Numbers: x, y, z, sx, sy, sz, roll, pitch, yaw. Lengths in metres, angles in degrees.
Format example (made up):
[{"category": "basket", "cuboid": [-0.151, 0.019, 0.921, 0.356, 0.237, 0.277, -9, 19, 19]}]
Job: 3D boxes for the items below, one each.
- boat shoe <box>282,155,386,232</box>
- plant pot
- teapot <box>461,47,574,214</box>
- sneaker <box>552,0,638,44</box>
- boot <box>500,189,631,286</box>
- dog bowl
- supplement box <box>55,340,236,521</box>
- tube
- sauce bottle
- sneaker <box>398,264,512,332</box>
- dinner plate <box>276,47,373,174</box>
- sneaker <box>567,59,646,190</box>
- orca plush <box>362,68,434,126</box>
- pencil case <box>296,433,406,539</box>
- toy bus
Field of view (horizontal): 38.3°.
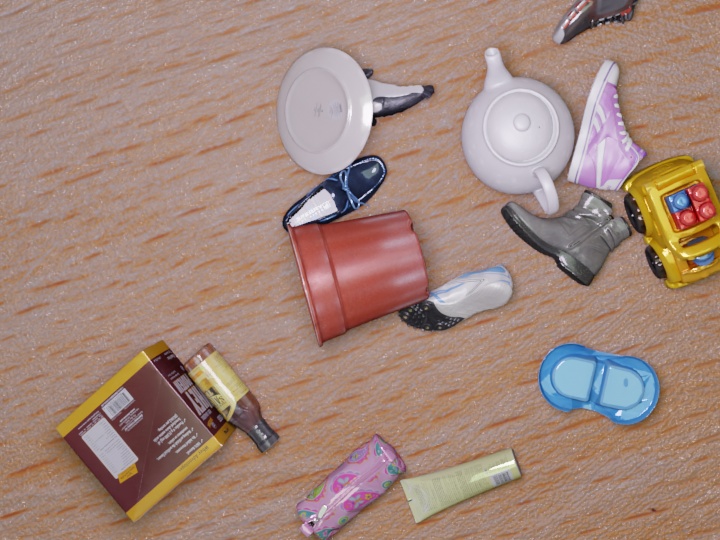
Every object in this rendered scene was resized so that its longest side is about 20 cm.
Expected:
[{"category": "boat shoe", "cuboid": [-0.039, -0.115, 1.705, 0.199, 0.069, 0.084, -40, 91, 5]}, {"category": "plant pot", "cuboid": [0.000, 0.000, 1.660, 0.192, 0.201, 0.204, -15, 93, -4]}, {"category": "teapot", "cuboid": [0.252, -0.214, 1.636, 0.198, 0.146, 0.200, 23, 89, 4]}, {"category": "sneaker", "cuboid": [0.398, -0.422, 1.661, 0.200, 0.077, 0.082, -42, 97, 5]}, {"category": "boot", "cuboid": [0.336, -0.081, 1.697, 0.199, 0.068, 0.131, 38, 87, -5]}, {"category": "dog bowl", "cuboid": [0.389, 0.183, 1.710, 0.197, 0.050, 0.113, 12, 94, 3]}, {"category": "supplement box", "cuboid": [-0.349, 0.261, 1.715, 0.197, 0.133, 0.201, -40, 91, 4]}, {"category": "tube", "cuboid": [0.170, 0.353, 1.737, 0.198, 0.052, 0.059, -23, 51, 8]}, {"category": "sauce bottle", "cuboid": [-0.213, 0.216, 1.738, 0.066, 0.066, 0.201, -40, 89, 5]}, {"category": "sneaker", "cuboid": [0.158, 0.045, 1.715, 0.197, 0.073, 0.072, -18, 121, 16]}, {"category": "dinner plate", "cuboid": [-0.065, -0.257, 1.671, 0.198, 0.024, 0.204, 5, 98, 34]}, {"category": "sneaker", "cuboid": [0.411, -0.229, 1.665, 0.113, 0.073, 0.203, 15, 106, 16]}, {"category": "orca plush", "cuboid": [0.024, -0.276, 1.708, 0.197, 0.072, 0.106, -9, 49, 0]}, {"category": "pencil case", "cuboid": [-0.018, 0.364, 1.728, 0.200, 0.087, 0.088, -41, 91, 4]}, {"category": "toy bus", "cuboid": [0.513, -0.074, 1.617, 0.134, 0.192, 0.202, -23, 94, 3]}]
